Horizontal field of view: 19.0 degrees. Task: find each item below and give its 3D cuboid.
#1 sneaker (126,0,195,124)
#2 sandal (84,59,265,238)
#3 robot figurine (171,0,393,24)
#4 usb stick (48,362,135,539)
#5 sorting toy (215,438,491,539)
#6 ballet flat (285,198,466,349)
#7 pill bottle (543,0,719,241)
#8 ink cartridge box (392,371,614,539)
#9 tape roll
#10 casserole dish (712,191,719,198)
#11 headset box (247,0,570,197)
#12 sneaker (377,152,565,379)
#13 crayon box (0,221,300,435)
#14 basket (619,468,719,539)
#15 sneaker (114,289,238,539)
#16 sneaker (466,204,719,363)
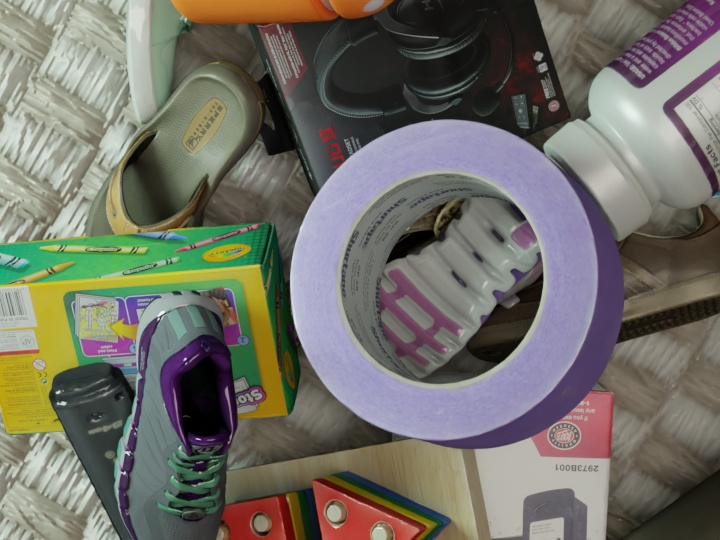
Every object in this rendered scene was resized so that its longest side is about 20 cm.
[{"bbox_3d":[-0.096,-0.193,1.440,0.118,0.074,0.202,6,95,-9],"label":"sneaker"},{"bbox_3d":[-0.130,-0.051,1.426,0.082,0.055,0.200,40,120,2],"label":"sandal"},{"bbox_3d":[-0.050,-0.210,1.328,0.199,0.144,0.117,0,65,18],"label":"robot figurine"},{"bbox_3d":[-0.151,0.142,1.436,0.055,0.033,0.201,-13,127,10],"label":"usb stick"},{"bbox_3d":[-0.010,0.221,1.421,0.198,0.069,0.201,-13,86,30],"label":"sorting toy"},{"bbox_3d":[0.000,0.000,1.466,0.200,0.067,0.046,-35,67,2],"label":"ballet flat"},{"bbox_3d":[0.223,-0.112,1.423,0.200,0.112,0.112,-38,97,-2],"label":"pill bottle"},{"bbox_3d":[0.093,0.175,1.482,0.144,0.084,0.201,2,95,-5],"label":"ink cartridge box"},{"bbox_3d":[0.062,0.011,1.358,0.199,0.085,0.201,-3,80,18],"label":"tape roll"},{"bbox_3d":[0.267,-0.141,1.499,0.200,0.039,0.121,-42,98,0],"label":"casserole dish"},{"bbox_3d":[0.021,-0.139,1.434,0.199,0.077,0.149,-23,117,-5],"label":"headset box"},{"bbox_3d":[0.072,0.006,1.449,0.200,0.088,0.081,-44,73,10],"label":"sneaker"},{"bbox_3d":[-0.147,0.040,1.418,0.199,0.058,0.119,-4,121,8],"label":"crayon box"},{"bbox_3d":[0.279,0.199,1.461,0.199,0.136,0.181,-26,58,-7],"label":"basket"},{"bbox_3d":[-0.113,0.118,1.358,0.074,0.088,0.201,-6,116,-17],"label":"sneaker"},{"bbox_3d":[0.165,0.010,1.497,0.199,0.071,0.076,-12,69,-2],"label":"sneaker"}]
